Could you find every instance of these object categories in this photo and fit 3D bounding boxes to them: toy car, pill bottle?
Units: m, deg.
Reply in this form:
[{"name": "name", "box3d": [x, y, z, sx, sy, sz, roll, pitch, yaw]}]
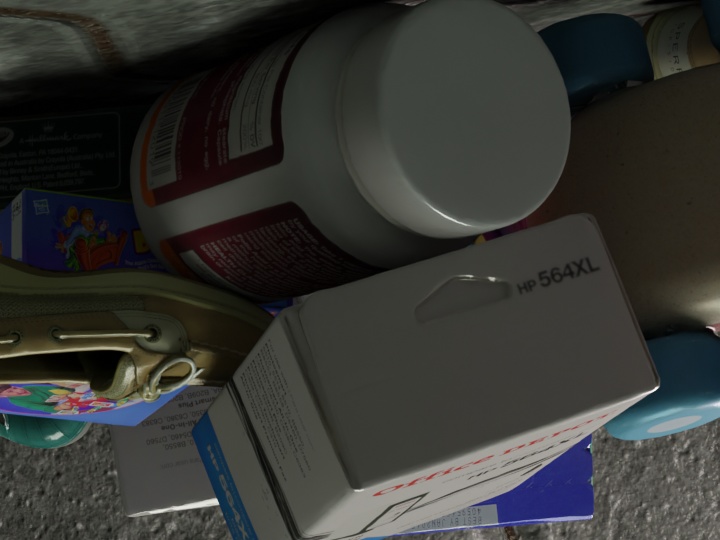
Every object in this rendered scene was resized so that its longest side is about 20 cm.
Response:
[{"name": "toy car", "box3d": [0.188, -0.024, 1.164, 0.176, 0.185, 0.200, -19, 164, 24]}, {"name": "pill bottle", "box3d": [-0.006, -0.051, 1.088, 0.114, 0.115, 0.200, -8, 177, -33]}]

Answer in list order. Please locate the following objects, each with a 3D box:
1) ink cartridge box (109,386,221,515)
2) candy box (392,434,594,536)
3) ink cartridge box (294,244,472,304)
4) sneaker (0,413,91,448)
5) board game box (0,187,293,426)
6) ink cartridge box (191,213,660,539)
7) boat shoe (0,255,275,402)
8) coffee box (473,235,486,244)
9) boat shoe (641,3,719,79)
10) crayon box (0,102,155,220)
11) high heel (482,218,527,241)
[{"name": "ink cartridge box", "box3d": [-0.103, 0.034, 1.445, 0.084, 0.201, 0.146, -10, 177, 4]}, {"name": "candy box", "box3d": [0.040, 0.084, 1.390, 0.168, 0.077, 0.200, -5, -169, 2]}, {"name": "ink cartridge box", "box3d": [0.000, 0.000, 1.303, 0.067, 0.116, 0.200, -26, -158, -13]}, {"name": "sneaker", "box3d": [-0.237, 0.030, 1.407, 0.071, 0.200, 0.080, -53, 169, 2]}, {"name": "board game box", "box3d": [-0.135, 0.023, 1.239, 0.134, 0.045, 0.200, 7, 158, -26]}, {"name": "ink cartridge box", "box3d": [0.022, 0.059, 1.098, 0.146, 0.085, 0.200, -18, 169, -18]}, {"name": "boat shoe", "box3d": [-0.130, 0.035, 1.112, 0.200, 0.063, 0.073, 11, 156, -27]}, {"name": "coffee box", "box3d": [0.073, -0.001, 1.411, 0.123, 0.044, 0.200, 16, -179, -20]}, {"name": "boat shoe", "box3d": [0.235, -0.106, 1.237, 0.199, 0.074, 0.066, -9, -178, -26]}, {"name": "crayon box", "box3d": [-0.140, -0.020, 1.264, 0.125, 0.052, 0.200, -5, 160, 5]}, {"name": "high heel", "box3d": [0.077, -0.038, 1.300, 0.067, 0.096, 0.200, -22, -157, 2]}]
